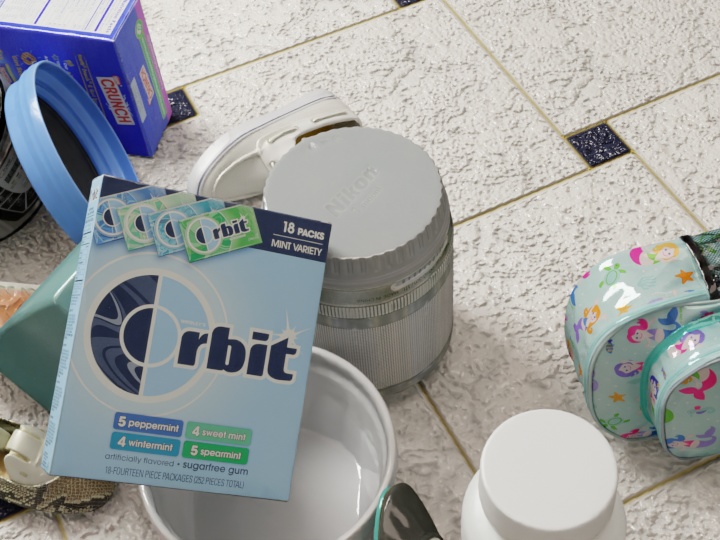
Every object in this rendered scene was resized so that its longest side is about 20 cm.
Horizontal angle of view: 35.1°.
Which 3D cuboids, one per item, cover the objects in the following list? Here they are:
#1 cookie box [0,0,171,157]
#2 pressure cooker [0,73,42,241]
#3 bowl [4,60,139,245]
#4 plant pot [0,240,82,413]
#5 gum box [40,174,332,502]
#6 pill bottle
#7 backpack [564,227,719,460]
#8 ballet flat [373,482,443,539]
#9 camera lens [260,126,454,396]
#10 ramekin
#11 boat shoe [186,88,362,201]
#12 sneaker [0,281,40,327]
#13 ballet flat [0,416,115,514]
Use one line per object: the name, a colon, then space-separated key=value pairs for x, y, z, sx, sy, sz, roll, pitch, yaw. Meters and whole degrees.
cookie box: x=-0.314 y=-0.209 z=1.182 sx=0.199 sy=0.172 sz=0.075 roll=9 pitch=55 yaw=11
pressure cooker: x=-0.403 y=-0.124 z=1.077 sx=0.178 sy=0.200 sz=0.177 roll=-23 pitch=70 yaw=0
bowl: x=-0.266 y=-0.100 z=1.077 sx=0.039 sy=0.201 sz=0.201 roll=-26 pitch=51 yaw=8
plant pot: x=-0.195 y=0.041 z=0.905 sx=0.141 sy=0.200 sz=0.141 roll=41 pitch=65 yaw=-6
gum box: x=-0.118 y=0.050 z=0.793 sx=0.169 sy=0.045 sz=0.201 roll=11 pitch=85 yaw=-23
pill bottle: x=0.127 y=0.189 z=0.804 sx=0.114 sy=0.201 sz=0.115 roll=-2 pitch=51 yaw=3
backpack: x=0.269 y=0.060 z=0.916 sx=0.199 sy=0.178 sz=0.151 roll=-8 pitch=45 yaw=3
ballet flat: x=0.046 y=0.254 z=0.805 sx=0.068 sy=0.068 sz=0.201 roll=-2 pitch=81 yaw=31
camera lens: x=0.000 y=0.000 z=0.966 sx=0.159 sy=0.201 sz=0.161 roll=-2 pitch=51 yaw=2
ramekin: x=-0.068 y=0.166 z=0.899 sx=0.199 sy=0.105 sz=0.201 roll=-2 pitch=51 yaw=2
boat shoe: x=-0.082 y=-0.115 z=1.155 sx=0.200 sy=0.071 sz=0.070 roll=-32 pitch=53 yaw=-28
sneaker: x=-0.270 y=0.055 z=1.031 sx=0.199 sy=0.080 sz=0.072 roll=10 pitch=66 yaw=-14
ballet flat: x=-0.303 y=0.148 z=0.950 sx=0.199 sy=0.076 sz=0.068 roll=16 pitch=53 yaw=16
